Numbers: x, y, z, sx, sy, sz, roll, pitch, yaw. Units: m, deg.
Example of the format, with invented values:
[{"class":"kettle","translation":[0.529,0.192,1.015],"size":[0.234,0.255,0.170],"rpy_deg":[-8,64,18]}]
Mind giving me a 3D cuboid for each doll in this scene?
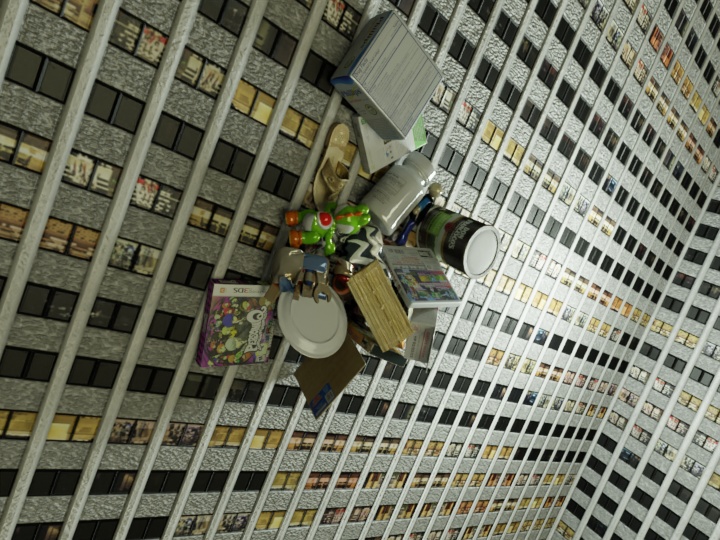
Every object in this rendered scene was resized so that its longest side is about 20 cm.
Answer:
[{"class":"doll","translation":[0.153,-0.148,1.430],"size":[0.203,0.048,0.136],"rpy_deg":[-58,173,16]}]

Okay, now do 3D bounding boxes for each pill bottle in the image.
[{"class":"pill bottle","translation":[0.097,-0.199,1.354],"size":[0.201,0.113,0.115],"rpy_deg":[-48,130,-11]}]

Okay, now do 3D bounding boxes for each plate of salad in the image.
[{"class":"plate of salad","translation":[-0.118,0.115,1.301],"size":[0.195,0.048,0.207],"rpy_deg":[16,60,-30]}]

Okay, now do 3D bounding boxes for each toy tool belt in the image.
[{"class":"toy tool belt","translation":[-0.117,0.029,1.226],"size":[0.193,0.125,0.128],"rpy_deg":[11,77,-3]}]

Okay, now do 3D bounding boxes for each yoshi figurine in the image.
[{"class":"yoshi figurine","translation":[-0.073,-0.106,1.241],"size":[0.192,0.113,0.116],"rpy_deg":[-11,121,-3]}]

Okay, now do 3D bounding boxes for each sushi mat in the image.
[{"class":"sushi mat","translation":[0.047,0.085,1.273],"size":[0.094,0.012,0.205],"rpy_deg":[-28,96,-2]}]

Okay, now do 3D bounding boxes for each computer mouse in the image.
[{"class":"computer mouse","translation":[-0.082,-0.081,1.314],"size":[0.198,0.044,0.112],"rpy_deg":[-36,125,-15]}]

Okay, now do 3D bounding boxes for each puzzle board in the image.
[{"class":"puzzle board","translation":[-0.080,0.250,1.349],"size":[0.017,0.152,0.201],"rpy_deg":[22,114,-47]}]

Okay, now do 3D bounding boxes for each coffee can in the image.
[{"class":"coffee can","translation":[0.268,-0.081,1.481],"size":[0.143,0.198,0.152],"rpy_deg":[-15,118,-31]}]

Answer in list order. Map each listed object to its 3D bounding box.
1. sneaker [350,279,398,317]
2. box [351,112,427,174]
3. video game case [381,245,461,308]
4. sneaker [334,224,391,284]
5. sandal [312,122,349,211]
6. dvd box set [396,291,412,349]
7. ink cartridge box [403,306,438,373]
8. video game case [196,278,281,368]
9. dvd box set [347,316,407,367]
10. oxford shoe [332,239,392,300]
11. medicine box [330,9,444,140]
[{"class":"sneaker","translation":[0.034,0.078,1.457],"size":[0.199,0.112,0.079],"rpy_deg":[-25,105,-66]},{"class":"box","translation":[0.076,-0.350,1.327],"size":[0.197,0.036,0.148],"rpy_deg":[-31,125,-23]},{"class":"video game case","translation":[0.153,0.015,1.371],"size":[0.195,0.186,0.023],"rpy_deg":[3,140,-42]},{"class":"sneaker","translation":[0.000,0.000,1.311],"size":[0.125,0.079,0.207],"rpy_deg":[-12,101,-15]},{"class":"sandal","translation":[-0.057,-0.231,1.249],"size":[0.076,0.069,0.219],"rpy_deg":[1,108,-37]},{"class":"dvd box set","translation":[0.124,0.111,1.473],"size":[0.202,0.028,0.150],"rpy_deg":[75,34,-59]},{"class":"ink cartridge box","translation":[0.157,0.149,1.359],"size":[0.202,0.065,0.119],"rpy_deg":[-67,167,-59]},{"class":"video game case","translation":[-0.281,0.123,1.247],"size":[0.177,0.035,0.207],"rpy_deg":[3,107,-39]},{"class":"dvd box set","translation":[0.018,0.176,1.396],"size":[0.144,0.199,0.030],"rpy_deg":[28,94,-40]},{"class":"oxford shoe","translation":[0.008,-0.003,1.412],"size":[0.199,0.071,0.074],"rpy_deg":[-40,148,-12]},{"class":"medicine box","translation":[0.063,-0.434,1.206],"size":[0.199,0.102,0.185],"rpy_deg":[39,79,-30]}]
